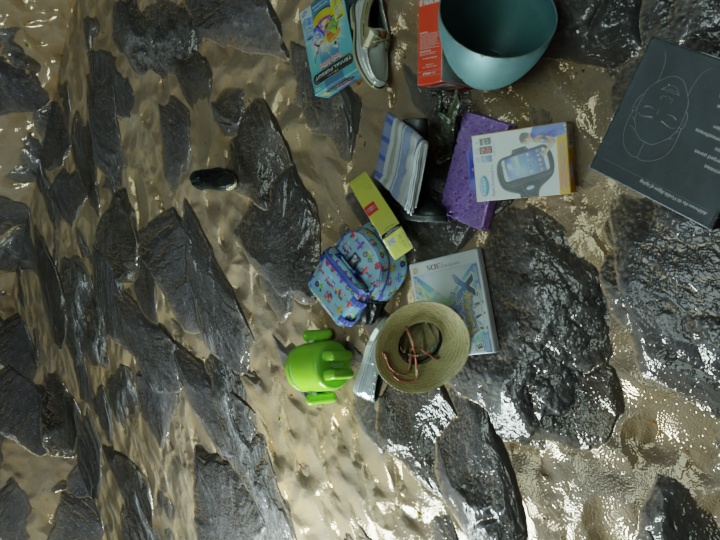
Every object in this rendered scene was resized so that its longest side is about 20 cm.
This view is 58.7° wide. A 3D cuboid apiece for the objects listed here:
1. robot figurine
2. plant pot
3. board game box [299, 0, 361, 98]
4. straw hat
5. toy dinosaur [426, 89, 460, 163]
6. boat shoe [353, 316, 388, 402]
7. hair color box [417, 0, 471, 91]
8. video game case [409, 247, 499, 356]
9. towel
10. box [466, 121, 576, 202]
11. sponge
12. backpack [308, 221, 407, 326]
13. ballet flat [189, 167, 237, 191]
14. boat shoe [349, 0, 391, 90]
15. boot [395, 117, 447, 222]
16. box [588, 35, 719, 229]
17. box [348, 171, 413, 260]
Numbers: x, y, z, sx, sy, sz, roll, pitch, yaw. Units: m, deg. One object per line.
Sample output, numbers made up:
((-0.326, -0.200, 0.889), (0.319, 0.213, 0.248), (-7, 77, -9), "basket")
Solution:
((-0.104, 0.231, 1.540), (0.198, 0.114, 0.180), (-14, 78, 45), "robot figurine")
((0.225, -0.396, 1.109), (0.202, 0.197, 0.135), (60, 167, 22), "plant pot")
((-0.060, -0.523, 1.461), (0.149, 0.046, 0.205), (-16, 83, 45), "board game box")
((0.118, 0.139, 1.291), (0.085, 0.196, 0.205), (-92, 14, -72), "straw hat")
((0.163, -0.297, 1.229), (0.201, 0.047, 0.089), (90, 160, -58), "toy dinosaur")
((0.045, 0.203, 1.431), (0.071, 0.070, 0.204), (25, 112, 19), "boat shoe")
((0.162, -0.448, 1.199), (0.063, 0.110, 0.205), (5, 98, 43), "hair color box")
((0.186, 0.072, 1.295), (0.180, 0.022, 0.205), (-14, 85, 45), "video game case")
((0.077, -0.218, 1.276), (0.201, 0.023, 0.150), (-123, 38, -55), "towel")
((0.276, -0.188, 1.133), (0.196, 0.041, 0.122), (-2, 98, 33), "box")
((0.221, -0.191, 1.225), (0.111, 0.029, 0.204), (28, 115, 40), "sponge")
((0.000, 0.000, 1.399), (0.184, 0.133, 0.201), (53, 125, 26), "backpack")
((-0.423, -0.263, 1.867), (0.197, 0.057, 0.068), (12, 75, 39), "ballet flat")
((0.026, -0.490, 1.357), (0.068, 0.074, 0.205), (-21, 78, 49), "boat shoe")
((0.123, -0.202, 1.280), (0.164, 0.064, 0.205), (18, 106, 60), "boot")
((0.470, -0.193, 0.906), (0.199, 0.122, 0.200), (39, 119, 35), "box")
((0.041, -0.118, 1.341), (0.050, 0.076, 0.202), (-31, 48, 4), "box")
